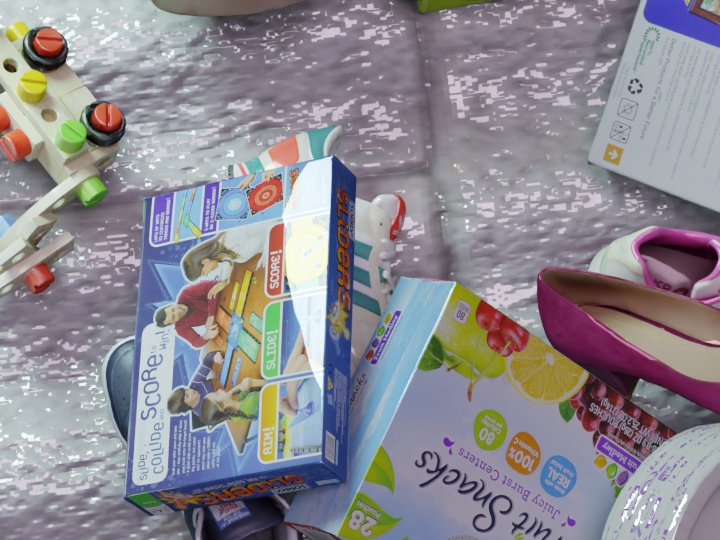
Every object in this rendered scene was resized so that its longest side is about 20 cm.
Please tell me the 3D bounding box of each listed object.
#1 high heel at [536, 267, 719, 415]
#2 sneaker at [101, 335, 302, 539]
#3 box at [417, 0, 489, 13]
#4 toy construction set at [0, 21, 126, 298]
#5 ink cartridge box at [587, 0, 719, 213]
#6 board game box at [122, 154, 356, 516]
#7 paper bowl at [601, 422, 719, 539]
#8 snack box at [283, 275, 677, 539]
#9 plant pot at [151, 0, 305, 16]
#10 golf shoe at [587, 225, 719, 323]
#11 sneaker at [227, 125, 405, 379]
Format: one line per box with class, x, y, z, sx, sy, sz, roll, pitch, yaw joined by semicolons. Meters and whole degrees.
high heel;0.201;0.037;1.583;0.199;0.096;0.068;-5;44;30
sneaker;-0.094;0.121;1.601;0.070;0.109;0.201;-30;83;-7
box;0.102;-0.242;1.714;0.199;0.048;0.123;-11;80;-6
toy construction set;-0.226;-0.086;1.639;0.131;0.092;0.201;-31;91;-33
ink cartridge box;0.263;-0.125;1.639;0.199;0.043;0.199;23;103;22
board game box;-0.071;0.038;1.566;0.135;0.034;0.201;-11;61;25
paper bowl;0.223;0.191;1.590;0.200;0.104;0.202;-1;91;-34
snack box;0.075;0.124;1.588;0.200;0.068;0.169;34;75;-29
plant pot;-0.084;-0.256;1.634;0.199;0.200;0.174;-7;111;-5
golf shoe;0.242;0.024;1.651;0.199;0.092;0.076;15;69;-2
sneaker;0.000;0.000;1.649;0.093;0.070;0.200;-31;80;-3
